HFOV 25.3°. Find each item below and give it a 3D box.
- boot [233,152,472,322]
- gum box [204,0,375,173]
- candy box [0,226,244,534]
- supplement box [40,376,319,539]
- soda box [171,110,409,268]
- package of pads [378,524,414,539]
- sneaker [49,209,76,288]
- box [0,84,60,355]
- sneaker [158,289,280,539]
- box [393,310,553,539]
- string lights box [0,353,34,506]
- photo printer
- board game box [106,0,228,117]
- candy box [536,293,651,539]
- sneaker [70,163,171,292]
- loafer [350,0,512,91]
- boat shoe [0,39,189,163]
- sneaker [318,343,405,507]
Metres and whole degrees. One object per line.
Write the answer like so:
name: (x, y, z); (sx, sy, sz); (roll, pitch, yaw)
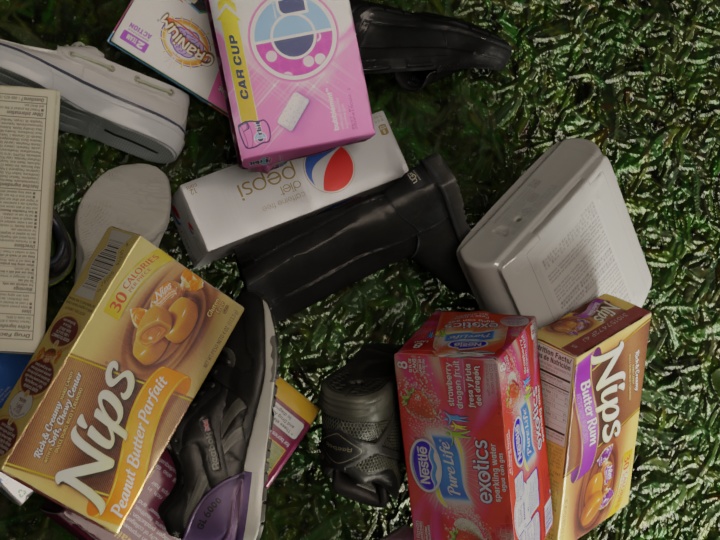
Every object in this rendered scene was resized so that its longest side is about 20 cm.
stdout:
boot: (0.000, -0.001, 1.404); (0.199, 0.066, 0.165); (-29, 137, -7)
gum box: (-0.062, -0.185, 1.324); (0.113, 0.066, 0.202); (-12, 91, -7)
candy box: (-0.187, 0.082, 1.214); (0.115, 0.055, 0.201); (37, 77, -34)
supplement box: (-0.149, 0.157, 1.328); (0.131, 0.103, 0.200); (40, 73, -13)
soda box: (-0.062, -0.071, 1.394); (0.199, 0.068, 0.064); (-23, 85, -20)
package of pads: (-0.011, 0.320, 1.377); (0.199, 0.076, 0.121); (-29, 95, -20)
sneaker: (-0.301, -0.072, 1.305); (0.200, 0.081, 0.074); (46, 73, -10)
box: (-0.281, -0.041, 1.228); (0.094, 0.078, 0.202); (5, 93, -11)
sneaker: (-0.114, 0.112, 1.253); (0.087, 0.076, 0.202); (6, 83, -12)
box: (0.096, 0.143, 1.337); (0.100, 0.095, 0.201); (-40, 128, -58)
string lights box: (-0.315, 0.084, 1.299); (0.200, 0.059, 0.103); (46, 73, -10)
photo printer: (0.181, 0.007, 1.439); (0.166, 0.069, 0.201); (-46, 132, -20)
board game box: (-0.103, -0.242, 1.380); (0.152, 0.040, 0.201); (32, 92, -11)
candy box: (0.193, 0.134, 1.411); (0.116, 0.056, 0.201); (-23, 127, -43)
sneaker: (-0.206, 0.004, 1.341); (0.075, 0.089, 0.201); (10, 55, 2)
loafer: (0.053, -0.195, 1.437); (0.200, 0.068, 0.071); (2, 108, -41)
boat shoe: (-0.237, -0.156, 1.350); (0.199, 0.073, 0.067); (25, 63, -25)
sneaker: (0.018, 0.129, 1.378); (0.076, 0.199, 0.115); (13, 107, 19)
